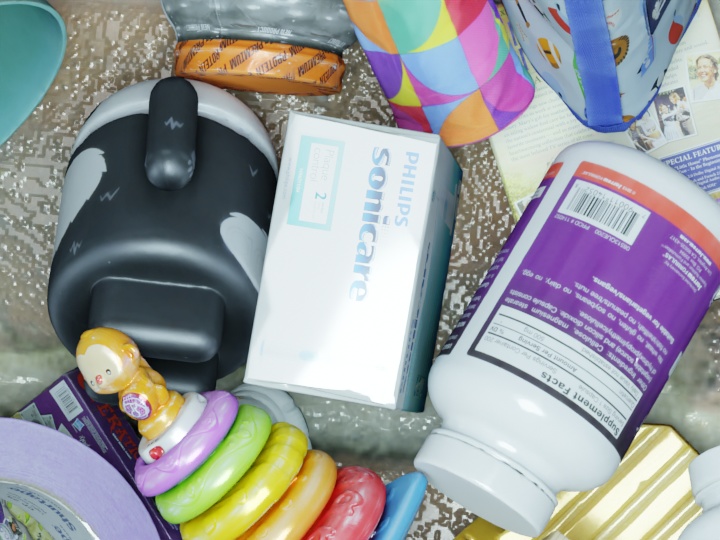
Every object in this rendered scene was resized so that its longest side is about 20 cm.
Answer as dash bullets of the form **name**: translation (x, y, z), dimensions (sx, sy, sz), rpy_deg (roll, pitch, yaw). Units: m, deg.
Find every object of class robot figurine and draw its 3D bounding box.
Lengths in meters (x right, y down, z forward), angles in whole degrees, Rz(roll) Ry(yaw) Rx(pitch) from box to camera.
- **robot figurine**: translation (-0.110, -0.016, 1.561), dimensions (0.150, 0.200, 0.125), rpy_deg (-33, 126, 32)

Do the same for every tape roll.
- **tape roll**: translation (-0.203, 0.180, 1.504), dimensions (0.200, 0.066, 0.201), rpy_deg (4, 80, -23)

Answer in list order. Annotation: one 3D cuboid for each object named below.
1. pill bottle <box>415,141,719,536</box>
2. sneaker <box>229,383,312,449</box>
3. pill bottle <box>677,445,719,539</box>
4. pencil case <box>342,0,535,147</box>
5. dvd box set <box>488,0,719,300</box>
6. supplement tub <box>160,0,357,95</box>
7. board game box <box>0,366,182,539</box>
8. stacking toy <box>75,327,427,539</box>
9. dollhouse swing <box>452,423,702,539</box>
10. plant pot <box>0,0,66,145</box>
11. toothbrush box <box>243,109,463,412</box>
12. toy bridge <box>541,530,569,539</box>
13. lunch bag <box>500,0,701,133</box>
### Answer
- **pill bottle**: translation (0.112, 0.038, 1.518), dimensions (0.112, 0.112, 0.200), rpy_deg (30, 77, 6)
- **sneaker**: translation (-0.053, 0.164, 1.591), dimensions (0.074, 0.080, 0.200), rpy_deg (-26, 82, 29)
- **pill bottle**: translation (0.230, 0.192, 1.495), dimensions (0.112, 0.112, 0.200), rpy_deg (-11, 69, 4)
- **pencil case**: translation (0.030, -0.165, 1.535), dimensions (0.088, 0.088, 0.200), rpy_deg (-19, 120, 4)
- **dvd box set**: translation (0.149, -0.070, 1.617), dimensions (0.146, 0.029, 0.200), rpy_deg (-18, 86, 4)
- **supplement tub**: translation (-0.049, -0.203, 1.597), dimensions (0.122, 0.123, 0.200), rpy_deg (6, 87, 5)
- **board game box**: translation (-0.141, 0.165, 1.602), dimensions (0.120, 0.032, 0.200), rpy_deg (-35, 84, 34)
- **stacking toy**: translation (-0.074, 0.102, 1.475), dimensions (0.200, 0.116, 0.110), rpy_deg (45, 47, -14)
- **dollhouse swing**: translation (0.135, 0.205, 1.543), dimensions (0.200, 0.182, 0.176), rpy_deg (47, 112, 6)
- **plant pot**: translation (-0.291, -0.141, 1.585), dimensions (0.200, 0.201, 0.161), rpy_deg (-38, 73, 2)
- **toothbrush box**: translation (0.000, 0.000, 1.542), dimensions (0.085, 0.200, 0.147), rpy_deg (9, 89, 5)
- **toy bridge**: translation (0.075, 0.227, 1.482), dimensions (0.067, 0.027, 0.200), rpy_deg (39, 63, 0)
- **lunch bag**: translation (0.119, -0.196, 1.529), dimensions (0.124, 0.170, 0.200), rpy_deg (-10, 60, 7)
